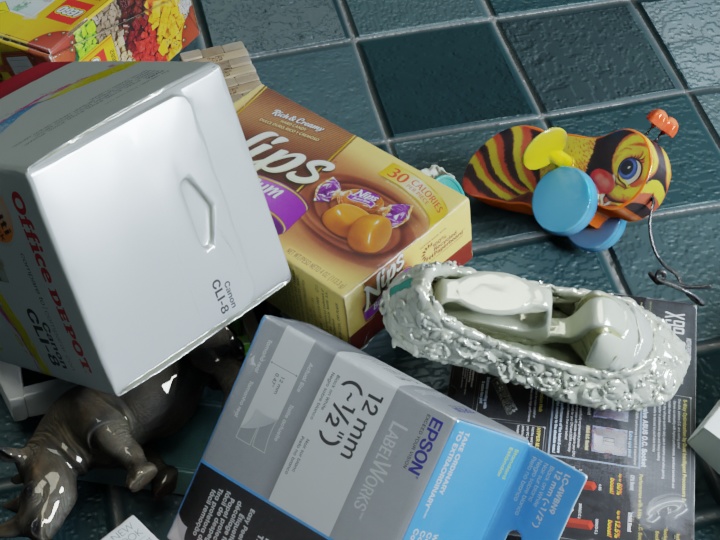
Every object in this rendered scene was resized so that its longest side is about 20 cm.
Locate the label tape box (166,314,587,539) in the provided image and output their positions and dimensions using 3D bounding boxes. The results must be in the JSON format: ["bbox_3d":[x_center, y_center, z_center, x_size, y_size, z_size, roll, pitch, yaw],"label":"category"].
[{"bbox_3d":[0.006,0.132,0.836,0.199,0.066,0.145,27,93,26],"label":"label tape box"}]

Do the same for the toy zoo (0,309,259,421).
[{"bbox_3d":[-0.174,0.035,0.996,0.197,0.021,0.132,-12,40,-11],"label":"toy zoo"}]

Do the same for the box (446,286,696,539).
[{"bbox_3d":[0.129,0.099,0.930,0.155,0.050,0.202,7,48,5],"label":"box"}]

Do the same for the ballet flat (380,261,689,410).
[{"bbox_3d":[0.111,0.036,0.870,0.197,0.072,0.072,10,46,-12],"label":"ballet flat"}]

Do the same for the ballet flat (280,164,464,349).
[{"bbox_3d":[0.000,0.000,1.023,0.071,0.072,0.200,28,51,24],"label":"ballet flat"}]

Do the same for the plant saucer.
[{"bbox_3d":[-0.086,0.112,0.940,0.197,0.019,0.070,6,47,7],"label":"plant saucer"}]

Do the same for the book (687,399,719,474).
[{"bbox_3d":[0.307,0.083,0.921,0.133,0.048,0.200,42,60,7],"label":"book"}]

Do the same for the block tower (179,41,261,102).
[{"bbox_3d":[-0.085,-0.091,1.101,0.053,0.058,0.201,-15,48,-14],"label":"block tower"}]

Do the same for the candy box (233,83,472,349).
[{"bbox_3d":[-0.037,-0.039,0.967,0.116,0.057,0.199,-36,51,-28],"label":"candy box"}]

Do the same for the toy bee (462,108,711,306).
[{"bbox_3d":[0.173,-0.065,1.038,0.198,0.131,0.110,26,93,16],"label":"toy bee"}]

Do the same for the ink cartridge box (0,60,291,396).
[{"bbox_3d":[-0.169,-0.034,0.901,0.144,0.147,0.199,-35,27,-34],"label":"ink cartridge box"}]

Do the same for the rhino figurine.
[{"bbox_3d":[-0.146,0.098,0.901,0.199,0.060,0.088,-36,64,-15],"label":"rhino figurine"}]

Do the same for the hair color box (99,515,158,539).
[{"bbox_3d":[-0.100,0.239,0.792,0.110,0.064,0.199,-36,55,-27],"label":"hair color box"}]

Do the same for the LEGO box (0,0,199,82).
[{"bbox_3d":[-0.247,-0.194,1.132,0.198,0.078,0.149,20,51,30],"label":"LEGO box"}]
